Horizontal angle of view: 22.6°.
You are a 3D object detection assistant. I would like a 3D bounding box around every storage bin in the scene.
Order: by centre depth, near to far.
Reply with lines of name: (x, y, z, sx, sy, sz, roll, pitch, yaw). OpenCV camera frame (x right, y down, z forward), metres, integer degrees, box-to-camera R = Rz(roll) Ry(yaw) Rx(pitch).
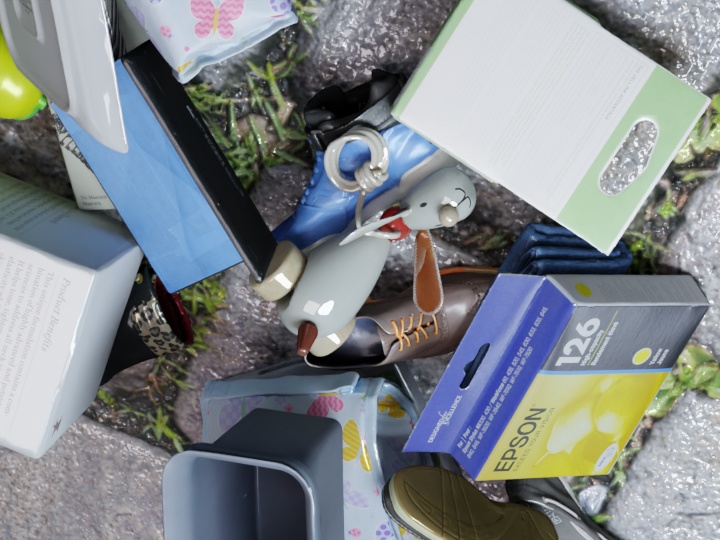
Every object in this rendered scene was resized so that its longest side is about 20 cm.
storage bin: (-0.062, 0.209, 1.420, 0.144, 0.134, 0.202, 6, 113, 18)

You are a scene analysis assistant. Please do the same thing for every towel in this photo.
towel: (0.141, 0.055, 1.478, 0.111, 0.049, 0.201, 3, 128, -30)

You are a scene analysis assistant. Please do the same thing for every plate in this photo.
plate: (-0.235, -0.203, 1.322, 0.032, 0.199, 0.201, -19, 122, -22)

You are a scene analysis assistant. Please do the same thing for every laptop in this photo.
laptop: (-0.159, -0.065, 1.372, 0.115, 0.200, 0.188, -30, 100, 8)

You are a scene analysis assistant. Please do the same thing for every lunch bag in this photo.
lunch bag: (-0.136, -0.256, 1.330, 0.126, 0.200, 0.170, -29, 113, -4)
lunch bag: (-0.031, 0.170, 1.547, 0.168, 0.128, 0.201, -6, 124, 22)

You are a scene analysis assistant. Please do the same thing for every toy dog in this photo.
toy dog: (0.000, 0.000, 1.409, 0.131, 0.097, 0.201, 24, 121, -19)

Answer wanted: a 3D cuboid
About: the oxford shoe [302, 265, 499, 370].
oxford shoe: (0.046, 0.049, 1.504, 0.198, 0.073, 0.072, -16, 104, 13)

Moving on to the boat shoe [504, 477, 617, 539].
boat shoe: (0.196, 0.253, 1.594, 0.067, 0.057, 0.200, -35, 104, 30)

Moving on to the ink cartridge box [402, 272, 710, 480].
ink cartridge box: (0.159, 0.088, 1.452, 0.199, 0.047, 0.198, -1, 132, -34)

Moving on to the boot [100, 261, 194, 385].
boot: (-0.250, 0.011, 1.591, 0.153, 0.074, 0.205, -21, 108, 19)

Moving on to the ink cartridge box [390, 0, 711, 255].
ink cartridge box: (0.142, -0.127, 1.367, 0.199, 0.048, 0.146, 33, 98, -3)

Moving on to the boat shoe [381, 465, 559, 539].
boat shoe: (0.084, 0.219, 1.497, 0.199, 0.074, 0.065, 28, 134, -36)

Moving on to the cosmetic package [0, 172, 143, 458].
cosmetic package: (-0.306, 0.023, 1.479, 0.199, 0.166, 0.169, 22, 105, 3)

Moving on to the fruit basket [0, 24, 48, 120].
fruit basket: (-0.347, -0.206, 1.469, 0.214, 0.156, 0.216, -13, 145, -9)

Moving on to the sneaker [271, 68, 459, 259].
sneaker: (-0.025, -0.086, 1.454, 0.199, 0.077, 0.111, -31, 112, 25)

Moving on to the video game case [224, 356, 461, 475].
video game case: (-0.013, 0.164, 1.629, 0.181, 0.022, 0.201, -17, 113, 25)

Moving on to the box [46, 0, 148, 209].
box: (-0.211, -0.154, 1.480, 0.081, 0.068, 0.201, -3, 118, 20)
